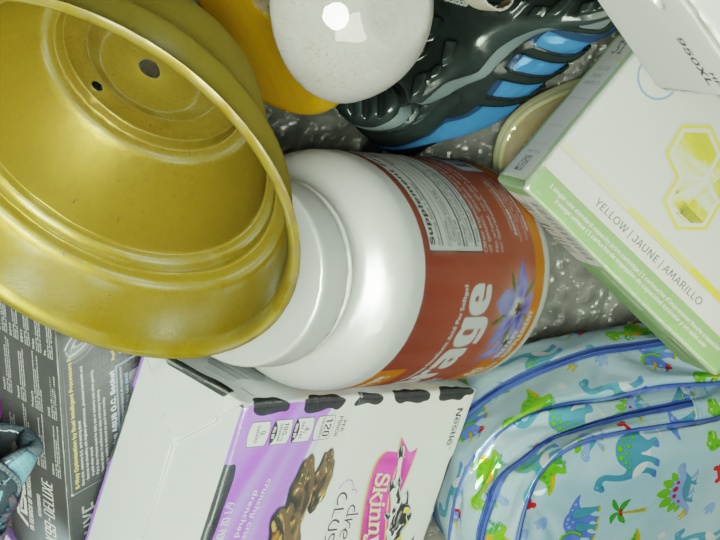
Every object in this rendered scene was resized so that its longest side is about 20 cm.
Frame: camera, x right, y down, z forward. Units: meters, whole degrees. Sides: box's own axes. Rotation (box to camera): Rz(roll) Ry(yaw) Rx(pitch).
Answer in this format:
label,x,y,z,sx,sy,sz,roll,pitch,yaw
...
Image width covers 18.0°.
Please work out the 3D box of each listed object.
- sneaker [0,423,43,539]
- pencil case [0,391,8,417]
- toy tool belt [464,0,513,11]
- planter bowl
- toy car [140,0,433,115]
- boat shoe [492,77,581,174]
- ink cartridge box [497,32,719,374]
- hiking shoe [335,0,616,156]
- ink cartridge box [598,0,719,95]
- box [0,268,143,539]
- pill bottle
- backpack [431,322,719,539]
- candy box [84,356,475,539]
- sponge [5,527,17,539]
label,x,y,z,sx,sy,sz,roll,pitch,yaw
sneaker,-0.180,0.112,1.022,0.095,0.079,0.201,-25,126,-18
pencil case,-0.241,-0.007,1.052,0.085,0.092,0.201,-58,138,-34
toy tool belt,0.124,-0.199,1.002,0.200,0.122,0.125,-49,128,-20
planter bowl,-0.103,-0.062,0.949,0.199,0.084,0.201,16,140,13
toy car,-0.049,-0.171,0.993,0.200,0.174,0.150,51,61,-36
boat shoe,0.167,-0.057,1.184,0.198,0.065,0.073,1,121,-21
ink cartridge box,0.184,-0.071,1.132,0.145,0.048,0.200,42,84,-17
hiking shoe,0.078,-0.123,1.111,0.199,0.075,0.087,-25,159,4
ink cartridge box,0.170,-0.189,0.930,0.200,0.084,0.145,-42,108,-12
box,-0.103,0.053,1.120,0.157,0.050,0.201,-31,134,-39
pill bottle,0.000,0.000,1.080,0.200,0.112,0.113,-1,129,-58
backpack,0.130,0.106,1.242,0.198,0.154,0.164,7,124,-11
candy box,-0.045,0.124,1.136,0.199,0.071,0.169,0,112,-55
sponge,-0.251,0.103,1.044,0.111,0.030,0.200,-38,127,-6
